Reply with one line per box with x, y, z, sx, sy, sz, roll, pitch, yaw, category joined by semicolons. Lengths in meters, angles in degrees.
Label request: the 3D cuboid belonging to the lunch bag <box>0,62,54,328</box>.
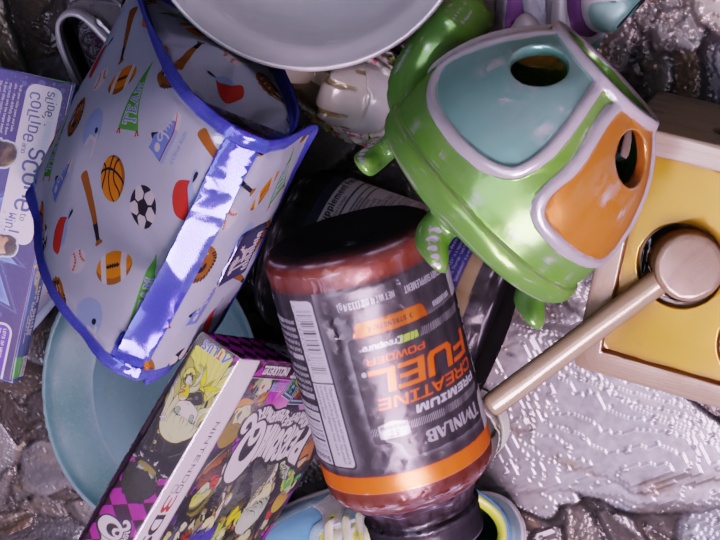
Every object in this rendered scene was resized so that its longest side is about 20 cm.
-0.281;-0.040;1.157;0.170;0.127;0.200;43;110;1;lunch bag

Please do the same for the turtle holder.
0.088;-0.073;0.915;0.141;0.186;0.132;36;109;-23;turtle holder

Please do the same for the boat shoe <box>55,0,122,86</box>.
-0.148;-0.094;1.118;0.072;0.069;0.201;-16;101;24;boat shoe

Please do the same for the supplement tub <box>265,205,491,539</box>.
0.018;0.070;0.967;0.106;0.107;0.201;-9;107;23;supplement tub

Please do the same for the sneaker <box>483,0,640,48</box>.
0.098;-0.183;0.984;0.140;0.078;0.200;38;116;5;sneaker

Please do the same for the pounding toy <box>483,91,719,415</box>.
0.200;0.006;0.980;0.199;0.142;0.185;15;112;15;pounding toy

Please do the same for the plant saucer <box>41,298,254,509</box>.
-0.143;0.084;1.166;0.199;0.036;0.201;-2;86;32;plant saucer

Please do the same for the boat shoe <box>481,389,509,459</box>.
0.000;0.099;1.132;0.201;0.060;0.073;11;111;17;boat shoe

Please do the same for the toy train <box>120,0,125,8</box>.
-0.135;-0.169;1.090;0.034;0.046;0.201;-18;92;29;toy train

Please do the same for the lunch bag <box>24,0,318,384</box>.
-0.111;-0.050;0.964;0.123;0.200;0.171;21;111;-23;lunch bag

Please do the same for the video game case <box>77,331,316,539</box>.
-0.089;0.127;1.024;0.036;0.200;0.182;34;97;21;video game case

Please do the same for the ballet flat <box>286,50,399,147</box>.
-0.032;-0.127;1.067;0.199;0.064;0.076;25;114;10;ballet flat

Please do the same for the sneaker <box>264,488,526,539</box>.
0.011;0.177;1.093;0.199;0.131;0.080;-8;78;4;sneaker

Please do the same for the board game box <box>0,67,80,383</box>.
-0.270;-0.038;1.075;0.135;0.034;0.201;13;90;0;board game box

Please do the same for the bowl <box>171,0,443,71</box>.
-0.027;-0.224;0.950;0.200;0.090;0.202;3;108;8;bowl

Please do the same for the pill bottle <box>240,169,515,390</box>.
0.000;0.000;1.071;0.199;0.112;0.112;20;113;13;pill bottle
